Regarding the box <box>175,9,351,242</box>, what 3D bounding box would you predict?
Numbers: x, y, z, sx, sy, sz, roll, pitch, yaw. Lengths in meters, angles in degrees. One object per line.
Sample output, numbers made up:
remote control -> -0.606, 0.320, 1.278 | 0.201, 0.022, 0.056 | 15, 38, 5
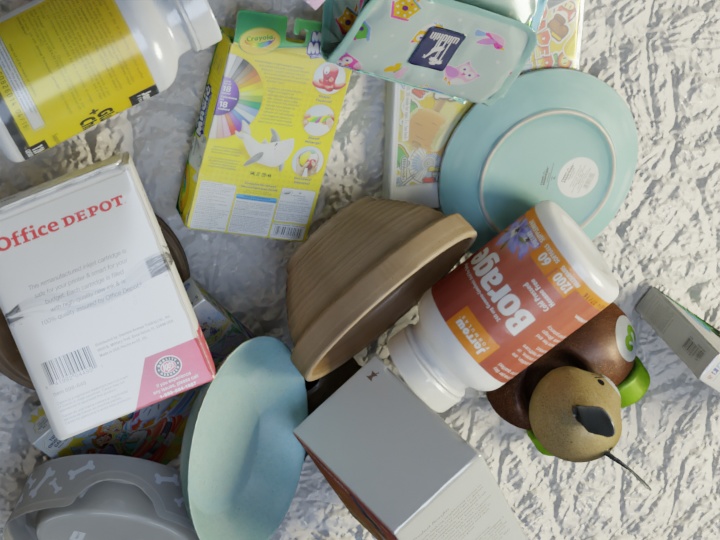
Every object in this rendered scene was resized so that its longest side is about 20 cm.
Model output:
box -> -0.082, -0.128, 1.653 | 0.117, 0.048, 0.200 | 7, 115, -23

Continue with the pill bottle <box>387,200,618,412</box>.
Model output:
pill bottle -> 0.126, 0.037, 1.734 | 0.200, 0.112, 0.112 | -39, 123, 14

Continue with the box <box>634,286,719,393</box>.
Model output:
box -> 0.374, 0.102, 1.882 | 0.200, 0.144, 0.036 | 33, 102, -31

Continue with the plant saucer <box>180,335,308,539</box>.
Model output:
plant saucer -> -0.110, 0.154, 1.675 | 0.201, 0.039, 0.201 | -23, 117, -58

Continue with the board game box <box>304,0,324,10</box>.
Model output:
board game box -> -0.114, -0.305, 1.459 | 0.043, 0.200, 0.199 | -45, 121, 4

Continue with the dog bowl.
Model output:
dog bowl -> -0.218, 0.228, 1.722 | 0.200, 0.059, 0.200 | 4, 148, 3

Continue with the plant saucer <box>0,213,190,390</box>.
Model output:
plant saucer -> -0.245, 0.027, 1.683 | 0.200, 0.029, 0.200 | -8, 118, -15

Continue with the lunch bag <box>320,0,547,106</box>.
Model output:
lunch bag -> 0.069, -0.246, 1.596 | 0.170, 0.122, 0.200 | 11, 103, -25

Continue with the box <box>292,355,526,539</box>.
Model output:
box -> 0.048, 0.199, 1.761 | 0.106, 0.152, 0.200 | -42, 146, -8

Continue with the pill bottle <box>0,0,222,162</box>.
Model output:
pill bottle -> -0.218, -0.177, 1.538 | 0.200, 0.112, 0.112 | -27, 122, -5

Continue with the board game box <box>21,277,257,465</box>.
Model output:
board game box -> -0.186, 0.111, 1.716 | 0.200, 0.034, 0.134 | -40, 137, 5

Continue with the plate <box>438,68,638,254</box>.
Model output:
plate -> 0.169, -0.089, 1.753 | 0.200, 0.026, 0.200 | -8, 118, -16

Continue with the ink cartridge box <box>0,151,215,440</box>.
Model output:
ink cartridge box -> -0.224, 0.018, 1.598 | 0.145, 0.085, 0.200 | -21, 103, -3

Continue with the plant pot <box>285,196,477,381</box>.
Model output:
plant pot -> 0.000, 0.000, 1.695 | 0.201, 0.201, 0.093 | -42, 82, 4

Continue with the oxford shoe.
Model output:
oxford shoe -> -0.083, 0.146, 1.783 | 0.200, 0.073, 0.084 | -48, 120, -7

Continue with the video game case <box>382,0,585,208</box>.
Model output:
video game case -> 0.111, -0.154, 1.725 | 0.182, 0.023, 0.200 | -7, 118, -17

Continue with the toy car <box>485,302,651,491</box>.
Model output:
toy car -> 0.215, 0.119, 1.798 | 0.158, 0.200, 0.164 | -36, 123, 0
